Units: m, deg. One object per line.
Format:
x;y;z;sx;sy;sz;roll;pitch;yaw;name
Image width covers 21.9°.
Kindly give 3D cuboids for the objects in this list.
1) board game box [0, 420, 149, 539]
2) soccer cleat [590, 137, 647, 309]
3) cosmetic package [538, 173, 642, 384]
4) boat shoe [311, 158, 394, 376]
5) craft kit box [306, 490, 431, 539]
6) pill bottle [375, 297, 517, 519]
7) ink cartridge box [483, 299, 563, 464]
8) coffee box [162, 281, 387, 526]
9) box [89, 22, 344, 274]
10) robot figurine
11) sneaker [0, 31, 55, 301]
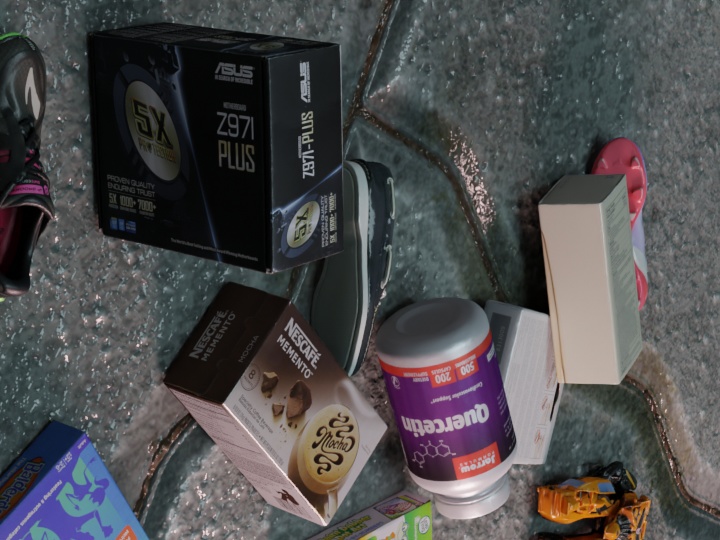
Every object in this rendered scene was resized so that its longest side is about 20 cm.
-0.242;0.247;1.502;0.152;0.045;0.201;-50;134;-29;board game box
0.286;-0.049;2.042;0.076;0.066;0.203;-50;137;-73;soccer cleat
0.244;0.009;1.961;0.103;0.072;0.202;-40;125;-60;cosmetic package
0.000;0.000;1.699;0.060;0.075;0.203;-2;102;-43;boat shoe
-0.004;0.341;1.809;0.196;0.048;0.202;-18;113;-43;craft kit box
0.088;0.135;1.797;0.112;0.112;0.202;-35;120;-38;pill bottle
0.165;0.121;1.964;0.200;0.047;0.162;15;87;-67;ink cartridge box
-0.072;0.119;1.640;0.114;0.079;0.201;-56;136;-22;coffee box
-0.112;-0.100;1.442;0.086;0.199;0.166;-17;113;-47;box
0.261;0.292;2.094;0.199;0.058;0.147;3;98;-49;robot figurine
-0.254;-0.074;1.373;0.076;0.083;0.203;-3;102;-49;sneaker
